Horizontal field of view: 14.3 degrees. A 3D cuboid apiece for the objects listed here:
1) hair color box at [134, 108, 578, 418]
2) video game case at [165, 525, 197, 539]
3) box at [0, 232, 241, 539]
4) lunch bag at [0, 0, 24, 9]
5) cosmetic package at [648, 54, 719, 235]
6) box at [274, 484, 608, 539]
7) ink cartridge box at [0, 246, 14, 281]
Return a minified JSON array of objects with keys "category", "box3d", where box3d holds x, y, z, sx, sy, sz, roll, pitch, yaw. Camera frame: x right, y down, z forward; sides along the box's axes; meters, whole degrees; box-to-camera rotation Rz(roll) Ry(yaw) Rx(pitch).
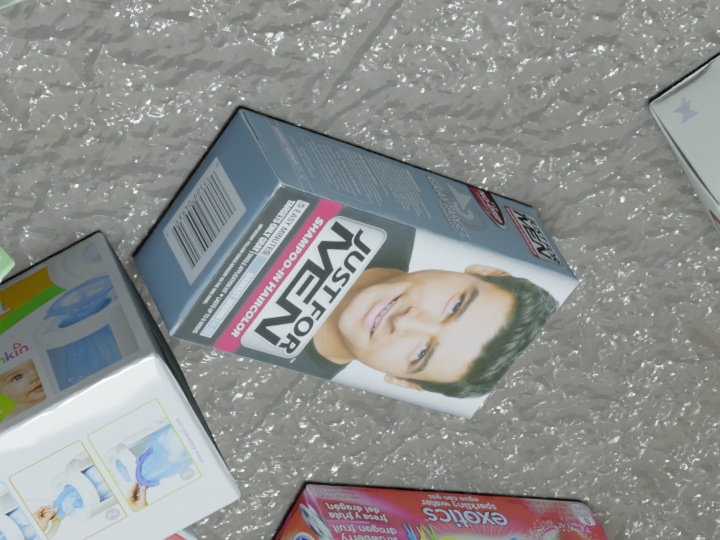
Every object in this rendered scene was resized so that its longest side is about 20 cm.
[{"category":"hair color box","box3d":[0.000,0.000,1.404,0.199,0.061,0.099,17,121,-40]},{"category":"video game case","box3d":[-0.200,0.170,1.490,0.200,0.017,0.143,-40,137,10]},{"category":"box","box3d":[-0.176,0.090,1.348,0.199,0.113,0.102,-29,127,-2]},{"category":"lunch bag","box3d":[-0.095,-0.210,1.111,0.199,0.118,0.164,-20,138,-19]},{"category":"cosmetic package","box3d":[0.239,-0.030,1.486,0.103,0.087,0.200,-33,138,5]},{"category":"box","box3d":[0.047,0.189,1.586,0.199,0.096,0.100,7,126,-34]},{"category":"ink cartridge box","box3d":[-0.254,-0.033,1.171,0.117,0.067,0.200,-39,97,28]}]
